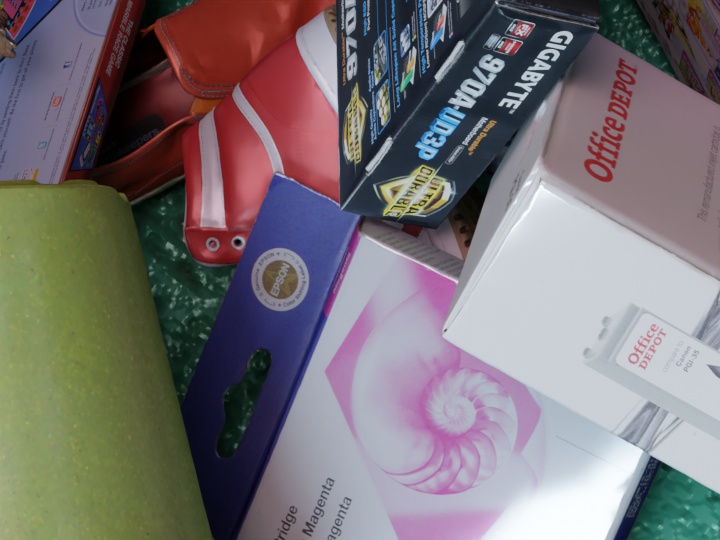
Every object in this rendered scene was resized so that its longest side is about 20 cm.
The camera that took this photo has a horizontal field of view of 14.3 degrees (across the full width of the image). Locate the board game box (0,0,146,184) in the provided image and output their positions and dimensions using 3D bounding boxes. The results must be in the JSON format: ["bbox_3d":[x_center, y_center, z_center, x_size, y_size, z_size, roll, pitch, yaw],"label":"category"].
[{"bbox_3d":[-0.147,-0.091,1.261,0.103,0.019,0.201,-8,51,29],"label":"board game box"}]

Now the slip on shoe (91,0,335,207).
[{"bbox_3d":[-0.064,-0.089,1.266,0.200,0.061,0.074,-30,67,5],"label":"slip on shoe"}]

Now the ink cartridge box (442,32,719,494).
[{"bbox_3d":[0.142,0.011,1.090,0.199,0.147,0.083,29,118,-4],"label":"ink cartridge box"}]

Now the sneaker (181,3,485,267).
[{"bbox_3d":[0.000,0.000,1.218,0.112,0.071,0.200,-34,79,17],"label":"sneaker"}]

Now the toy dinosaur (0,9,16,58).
[{"bbox_3d":[-0.169,-0.161,1.269,0.200,0.086,0.136,-9,36,52],"label":"toy dinosaur"}]

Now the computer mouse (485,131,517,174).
[{"bbox_3d":[0.074,-0.141,1.211,0.044,0.110,0.201,0,84,-26],"label":"computer mouse"}]

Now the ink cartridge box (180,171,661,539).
[{"bbox_3d":[0.008,0.089,1.166,0.199,0.043,0.197,26,104,15],"label":"ink cartridge box"}]

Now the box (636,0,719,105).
[{"bbox_3d":[0.144,-0.142,1.178,0.039,0.137,0.201,-21,69,-12],"label":"box"}]

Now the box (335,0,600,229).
[{"bbox_3d":[0.038,-0.142,1.139,0.046,0.159,0.201,10,59,-19],"label":"box"}]

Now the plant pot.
[{"bbox_3d":[-0.143,0.066,1.112,0.199,0.200,0.191,-6,87,14],"label":"plant pot"}]
